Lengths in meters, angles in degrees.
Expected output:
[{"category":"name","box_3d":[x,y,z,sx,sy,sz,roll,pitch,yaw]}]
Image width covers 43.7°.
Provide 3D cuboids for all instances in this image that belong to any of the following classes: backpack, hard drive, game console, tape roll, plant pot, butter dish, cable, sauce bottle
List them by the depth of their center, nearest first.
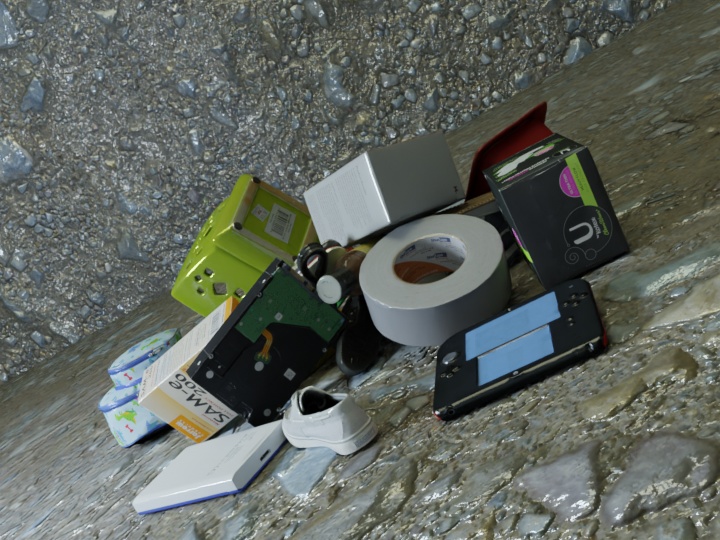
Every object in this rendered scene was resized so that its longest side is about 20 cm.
[{"category":"game console","box_3d":[0.171,0.082,0.993,0.198,0.031,0.177,-28,11,16]},{"category":"hard drive","box_3d":[-0.193,0.257,1.175,0.198,0.026,0.132,-22,14,36]},{"category":"tape roll","box_3d":[0.100,0.009,1.204,0.197,0.067,0.202,-13,35,9]},{"category":"hard drive","box_3d":[-0.125,0.102,1.233,0.201,0.139,0.038,-52,27,-6]},{"category":"sauce bottle","box_3d":[0.000,0.000,1.293,0.064,0.066,0.200,-22,6,32]},{"category":"cable","box_3d":[-0.061,0.039,1.309,0.096,0.051,0.201,-12,-35,-27]},{"category":"butter dish","box_3d":[0.267,-0.131,1.434,0.199,0.147,0.201,-36,-31,-32]},{"category":"plant pot","box_3d":[-0.173,-0.027,1.503,0.182,0.197,0.202,-50,17,41]},{"category":"backpack","box_3d":[-0.358,0.197,1.557,0.199,0.148,0.183,-33,9,-5]}]

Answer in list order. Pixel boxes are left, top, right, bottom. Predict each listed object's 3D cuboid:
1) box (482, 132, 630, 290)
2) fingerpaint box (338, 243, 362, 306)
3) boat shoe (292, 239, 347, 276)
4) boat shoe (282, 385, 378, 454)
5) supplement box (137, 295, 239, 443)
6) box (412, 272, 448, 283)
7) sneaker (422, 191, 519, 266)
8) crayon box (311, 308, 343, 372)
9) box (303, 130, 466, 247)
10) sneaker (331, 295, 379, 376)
[{"category":"box","box_3d":[0.256,-0.085,1.200,0.123,0.150,0.200,-26,11,8]},{"category":"fingerpaint box","box_3d":[-0.030,-0.007,1.548,0.168,0.073,0.200,-55,2,-30]},{"category":"boat shoe","box_3d":[-0.088,0.017,1.364,0.070,0.063,0.201,8,-45,-34]},{"category":"boat shoe","box_3d":[-0.051,0.171,1.072,0.072,0.069,0.199,-33,12,-19]},{"category":"supplement box","box_3d":[-0.212,0.149,1.311,0.199,0.126,0.074,-39,29,21]},{"category":"box","box_3d":[0.068,0.035,1.369,0.082,0.069,0.200,-32,12,-17]},{"category":"sneaker","box_3d":[0.155,-0.040,1.335,0.197,0.110,0.070,-21,15,-9]},{"category":"crayon box","box_3d":[-0.092,0.122,1.444,0.199,0.052,0.125,-37,13,-33]},{"category":"box","box_3d":[0.033,-0.114,1.352,0.151,0.108,0.199,-19,-3,-34]},{"category":"sneaker","box_3d":[-0.012,0.097,1.326,0.105,0.059,0.201,-54,14,43]}]
